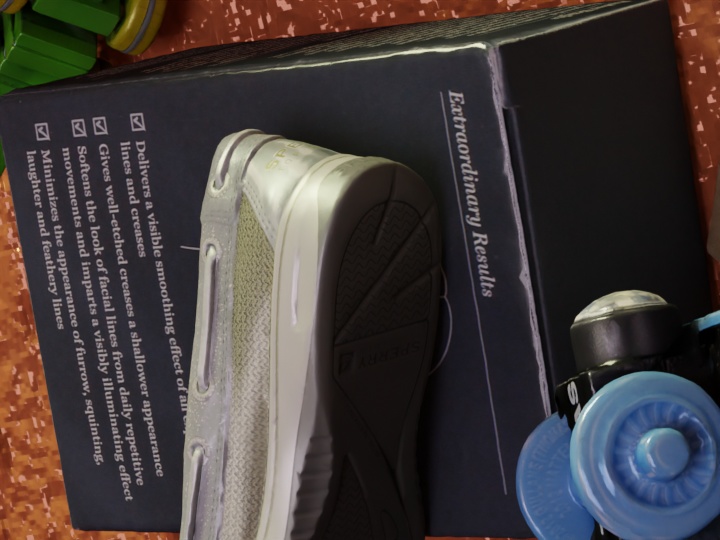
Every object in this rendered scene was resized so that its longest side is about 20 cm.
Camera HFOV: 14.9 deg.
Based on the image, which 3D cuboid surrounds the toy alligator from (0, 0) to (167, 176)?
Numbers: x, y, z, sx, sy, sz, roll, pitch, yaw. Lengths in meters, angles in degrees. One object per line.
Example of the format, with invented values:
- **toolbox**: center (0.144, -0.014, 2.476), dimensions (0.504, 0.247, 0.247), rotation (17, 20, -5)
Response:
- **toy alligator**: center (-0.097, -0.110, 0.957), dimensions (0.200, 0.059, 0.054), rotation (-56, 29, 32)

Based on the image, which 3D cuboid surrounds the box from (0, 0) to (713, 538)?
- **box**: center (0.000, 0.000, 0.880), dimensions (0.199, 0.107, 0.149), rotation (-2, 101, 37)

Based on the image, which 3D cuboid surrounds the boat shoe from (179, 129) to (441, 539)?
- **boat shoe**: center (-0.025, 0.061, 0.807), dimensions (0.065, 0.074, 0.203), rotation (18, 109, 37)

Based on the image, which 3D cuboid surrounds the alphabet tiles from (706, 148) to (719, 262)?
- **alphabet tiles**: center (0.157, -0.005, 0.764), dimensions (0.200, 0.008, 0.168), rotation (46, 139, 51)

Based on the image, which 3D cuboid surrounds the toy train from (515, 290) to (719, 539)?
- **toy train**: center (0.116, 0.098, 0.747), dimensions (0.087, 0.114, 0.201), rotation (136, 121, -75)
